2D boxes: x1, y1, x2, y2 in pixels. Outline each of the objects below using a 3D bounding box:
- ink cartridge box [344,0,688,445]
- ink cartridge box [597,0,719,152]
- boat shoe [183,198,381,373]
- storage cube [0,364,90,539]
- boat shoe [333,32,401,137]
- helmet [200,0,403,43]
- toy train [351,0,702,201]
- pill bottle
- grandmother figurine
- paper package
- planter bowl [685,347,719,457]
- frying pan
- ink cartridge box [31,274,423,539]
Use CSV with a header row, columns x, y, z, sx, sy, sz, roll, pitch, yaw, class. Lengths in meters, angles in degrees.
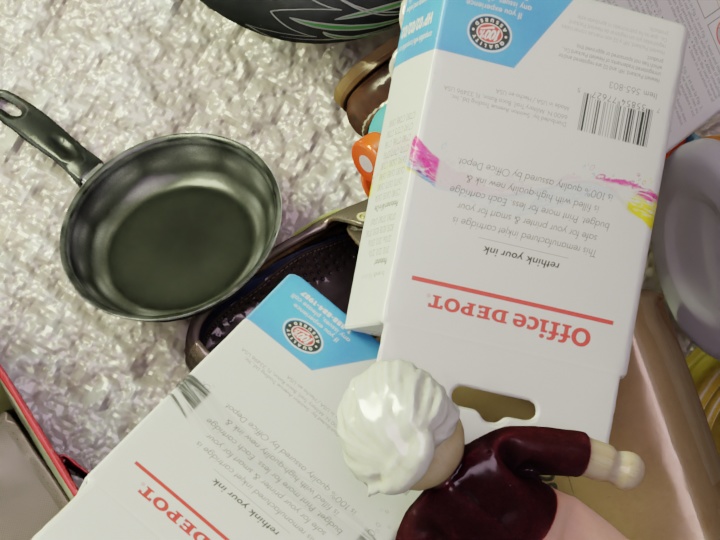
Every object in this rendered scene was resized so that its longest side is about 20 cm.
x,y,z,sx,sy,sz,roll,pitch,yaw,class
0.064,-0.020,1.050,0.115,0.068,0.201,13,83,-14,ink cartridge box
0.124,-0.138,1.161,0.200,0.050,0.161,-37,111,-31,ink cartridge box
0.000,0.000,1.213,0.200,0.060,0.072,-28,79,-8,boat shoe
-0.190,0.166,1.110,0.200,0.180,0.171,-33,80,-9,storage cube
0.087,-0.112,1.235,0.200,0.070,0.070,-27,75,-7,boat shoe
-0.014,-0.210,1.196,0.199,0.200,0.191,-20,78,-6,helmet
0.076,-0.058,1.191,0.200,0.056,0.151,24,76,-29,toy train
0.253,-0.028,1.188,0.199,0.112,0.113,-13,77,-22,pill bottle
0.062,0.110,1.003,0.121,0.061,0.200,-47,117,-3,grandmother figurine
0.083,0.133,1.140,0.190,0.103,0.201,-22,78,15,paper package
0.240,0.105,1.185,0.200,0.083,0.201,0,77,-1,planter bowl
-0.127,-0.026,1.206,0.189,0.031,0.115,11,59,22,frying pan
-0.050,0.107,1.023,0.116,0.067,0.200,40,48,5,ink cartridge box
